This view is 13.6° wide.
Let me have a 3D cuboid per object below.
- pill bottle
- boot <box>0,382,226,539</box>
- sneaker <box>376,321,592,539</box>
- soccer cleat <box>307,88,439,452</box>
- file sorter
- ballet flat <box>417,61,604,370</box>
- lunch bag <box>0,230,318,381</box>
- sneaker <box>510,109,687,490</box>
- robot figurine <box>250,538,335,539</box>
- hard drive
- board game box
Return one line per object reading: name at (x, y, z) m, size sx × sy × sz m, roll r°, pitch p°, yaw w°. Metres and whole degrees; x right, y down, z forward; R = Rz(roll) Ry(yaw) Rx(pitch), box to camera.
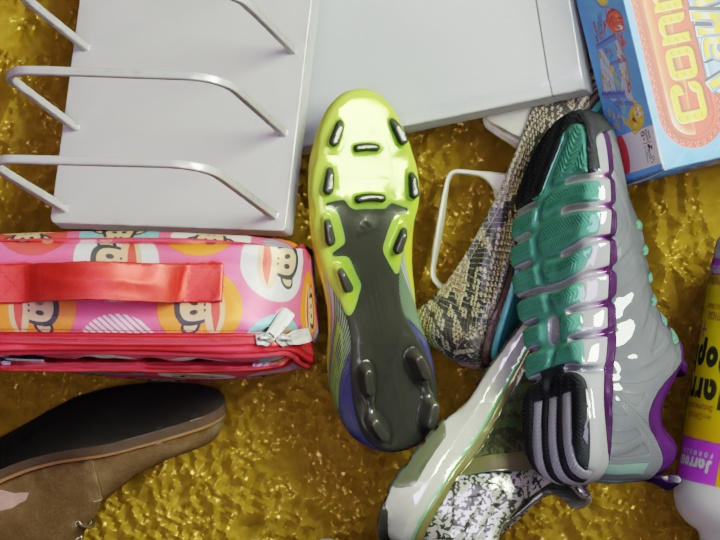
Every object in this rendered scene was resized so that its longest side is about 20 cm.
pill bottle at (0.227, 0.084, 1.626) m, size 0.104 × 0.104 × 0.201 m, roll 10°, pitch 89°, yaw 2°
boot at (-0.162, 0.119, 1.673) m, size 0.199 × 0.074 × 0.076 m, roll -19°, pitch 108°, yaw 5°
sneaker at (0.098, 0.091, 1.635) m, size 0.088 × 0.077 × 0.200 m, roll 37°, pitch 75°, yaw 13°
soccer cleat at (-0.001, 0.001, 1.644) m, size 0.064 × 0.084 × 0.201 m, roll -11°, pitch 101°, yaw -18°
file sorter at (-0.108, -0.133, 1.605) m, size 0.138 × 0.125 × 0.201 m, roll 2°, pitch 77°, yaw 18°
ballet flat at (0.084, -0.046, 1.665) m, size 0.075 × 0.068 × 0.201 m, roll 27°, pitch 92°, yaw 18°
lunch bag at (-0.122, 0.015, 1.610) m, size 0.199 × 0.176 × 0.083 m, roll 1°, pitch 86°, yaw 3°
sneaker at (0.132, 0.018, 1.605) m, size 0.087 × 0.074 × 0.201 m, roll 10°, pitch 77°, yaw -34°
robot figurine at (0.013, 0.218, 1.633) m, size 0.199 × 0.113 × 0.170 m, roll 24°, pitch 130°, yaw 2°
hard drive at (0.019, -0.142, 1.654) m, size 0.199 × 0.027 × 0.133 m, roll -11°, pitch 80°, yaw 15°
board game box at (0.213, -0.164, 1.629) m, size 0.195 × 0.056 × 0.201 m, roll -13°, pitch 89°, yaw -21°
